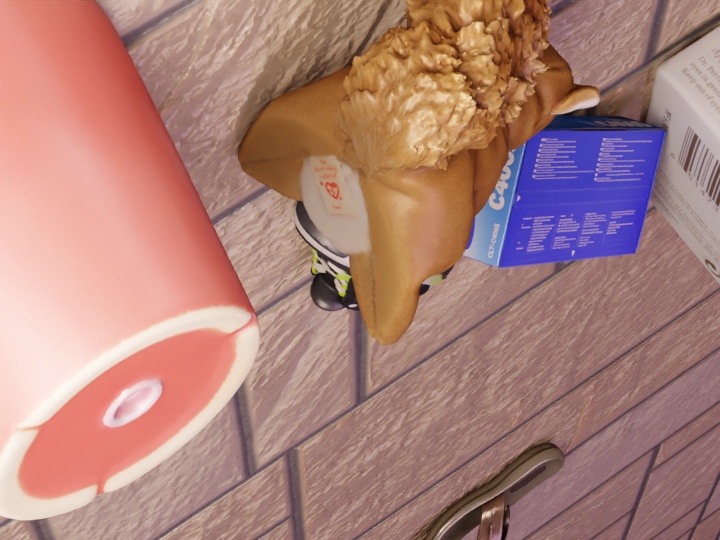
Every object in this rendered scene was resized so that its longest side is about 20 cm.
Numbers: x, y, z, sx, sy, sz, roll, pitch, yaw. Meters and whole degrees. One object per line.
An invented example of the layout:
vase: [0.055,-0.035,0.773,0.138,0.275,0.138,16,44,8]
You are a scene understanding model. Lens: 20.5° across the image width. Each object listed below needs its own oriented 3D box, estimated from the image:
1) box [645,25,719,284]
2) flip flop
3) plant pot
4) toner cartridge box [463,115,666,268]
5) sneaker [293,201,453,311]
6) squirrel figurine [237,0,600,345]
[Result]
box: [0.332,-0.079,1.478,0.171,0.200,0.200,-34,161,-11]
flip flop: [0.135,0.256,2.038,0.199,0.058,0.081,-37,159,-5]
plant pot: [-0.148,-0.002,0.887,0.200,0.178,0.201,-33,158,-15]
toner cartridge box: [0.139,-0.057,1.372,0.199,0.043,0.096,-5,109,-55]
sneaker: [0.000,0.000,1.278,0.083,0.072,0.200,-42,159,14]
squirrel figurine: [0.056,-0.094,1.098,0.186,0.142,0.201,-32,162,-32]
